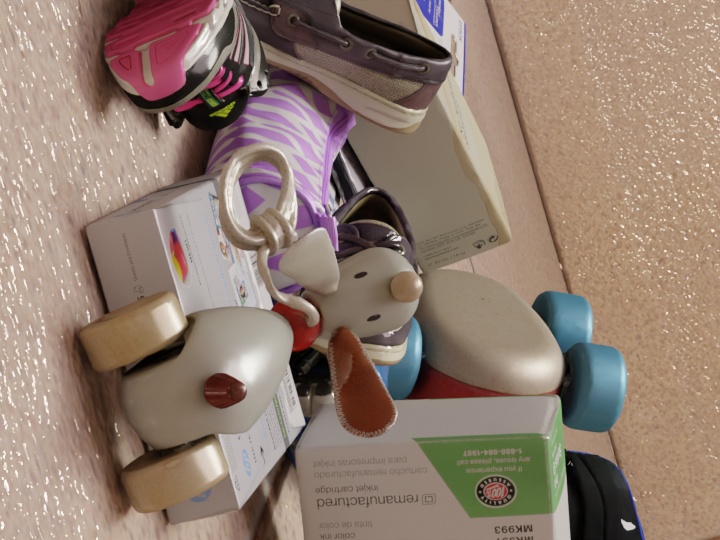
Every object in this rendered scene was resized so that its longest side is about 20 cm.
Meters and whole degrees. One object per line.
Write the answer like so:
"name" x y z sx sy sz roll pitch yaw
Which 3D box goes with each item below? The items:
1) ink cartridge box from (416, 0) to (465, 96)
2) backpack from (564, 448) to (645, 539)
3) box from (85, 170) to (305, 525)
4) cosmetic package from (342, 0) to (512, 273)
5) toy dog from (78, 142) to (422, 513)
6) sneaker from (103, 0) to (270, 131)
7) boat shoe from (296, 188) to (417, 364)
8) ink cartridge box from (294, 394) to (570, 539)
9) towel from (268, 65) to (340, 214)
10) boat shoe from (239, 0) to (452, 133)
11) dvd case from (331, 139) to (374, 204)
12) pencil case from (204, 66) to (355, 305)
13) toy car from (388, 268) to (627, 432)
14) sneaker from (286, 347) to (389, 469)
"ink cartridge box" 0.018 -0.198 1.721 0.200 0.037 0.095 44 39 -43
"backpack" 0.133 0.248 1.830 0.168 0.162 0.200 112 -25 -53
"box" -0.082 0.034 1.250 0.200 0.041 0.156 -51 126 -79
"cosmetic package" 0.035 -0.101 1.635 0.200 0.073 0.104 60 13 -50
"toy dog" -0.039 0.033 1.121 0.132 0.096 0.200 53 56 -22
"sneaker" -0.090 -0.115 1.324 0.200 0.074 0.088 -91 158 -71
"boat shoe" 0.000 0.000 1.449 0.200 0.072 0.065 -82 -174 -72
"ink cartridge box" 0.047 0.180 1.354 0.088 0.145 0.201 -61 148 -73
"towel" -0.044 -0.125 1.620 0.200 0.024 0.147 -86 157 -65
"boat shoe" -0.033 -0.156 1.466 0.200 0.065 0.072 29 22 -20
"dvd case" -0.010 -0.093 1.643 0.149 0.016 0.200 -82 153 -70
"pencil case" -0.050 -0.058 1.433 0.200 0.085 0.084 -87 162 -63
"toy car" 0.065 0.115 1.690 0.177 0.184 0.200 -115 -144 -65
"sneaker" -0.019 0.081 1.489 0.200 0.078 0.089 -62 151 -72
